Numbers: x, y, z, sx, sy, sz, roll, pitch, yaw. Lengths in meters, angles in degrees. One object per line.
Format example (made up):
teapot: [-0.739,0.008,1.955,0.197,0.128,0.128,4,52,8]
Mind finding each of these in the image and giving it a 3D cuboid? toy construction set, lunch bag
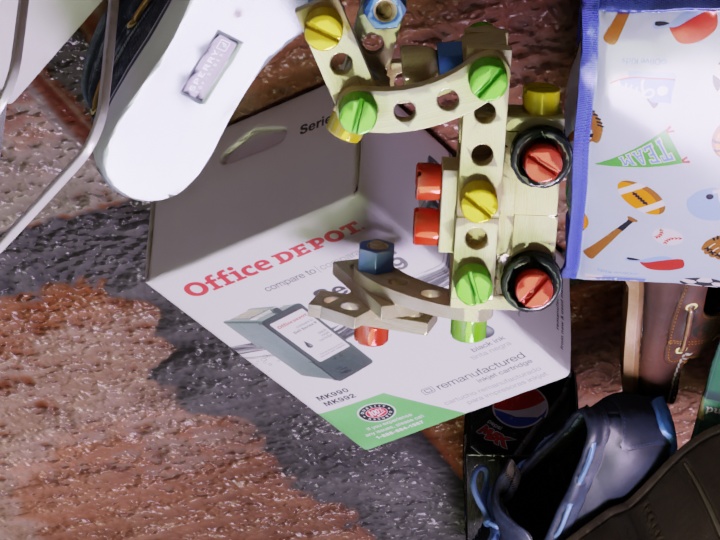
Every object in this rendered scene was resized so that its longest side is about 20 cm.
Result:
toy construction set: [0.031,-0.039,1.226,0.131,0.092,0.201,2,126,-2]
lunch bag: [0.182,-0.083,1.242,0.169,0.124,0.200,1,152,4]

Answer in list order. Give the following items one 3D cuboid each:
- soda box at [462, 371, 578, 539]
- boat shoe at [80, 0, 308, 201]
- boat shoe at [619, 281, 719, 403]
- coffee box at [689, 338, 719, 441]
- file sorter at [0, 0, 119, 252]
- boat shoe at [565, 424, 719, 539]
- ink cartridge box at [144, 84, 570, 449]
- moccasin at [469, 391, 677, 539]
soda box: [0.099,0.140,1.613,0.070,0.063,0.200,1,144,3]
boat shoe: [-0.070,-0.134,1.237,0.071,0.091,0.200,27,111,-32]
boat shoe: [0.175,0.011,1.417,0.070,0.071,0.200,3,145,7]
coffee box: [0.242,0.103,1.433,0.123,0.044,0.200,17,137,8]
file sorter: [-0.228,-0.112,1.221,0.200,0.125,0.139,22,140,-25]
boat shoe: [0.192,0.138,1.419,0.200,0.072,0.068,-31,145,33]
ink cartridge box: [0.000,0.000,1.401,0.146,0.084,0.200,-22,137,30]
moccasin: [0.101,0.127,1.481,0.068,0.081,0.200,6,136,-31]
